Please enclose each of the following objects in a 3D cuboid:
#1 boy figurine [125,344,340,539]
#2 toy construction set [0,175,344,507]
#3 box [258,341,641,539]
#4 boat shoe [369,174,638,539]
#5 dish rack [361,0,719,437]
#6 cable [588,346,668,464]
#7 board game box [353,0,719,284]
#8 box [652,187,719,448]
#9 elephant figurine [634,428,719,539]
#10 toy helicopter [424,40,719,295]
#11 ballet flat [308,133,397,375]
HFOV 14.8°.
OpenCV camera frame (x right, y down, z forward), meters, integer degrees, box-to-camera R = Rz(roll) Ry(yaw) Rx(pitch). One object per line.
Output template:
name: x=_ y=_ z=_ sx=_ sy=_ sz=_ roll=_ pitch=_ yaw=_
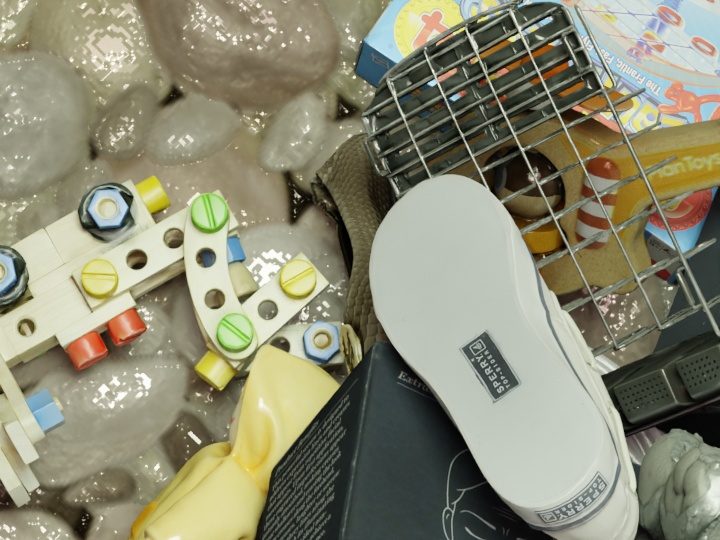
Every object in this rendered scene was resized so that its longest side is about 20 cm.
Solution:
boy figurine: x=-0.087 y=0.119 z=1.280 sx=0.064 sy=0.124 sz=0.200 roll=45 pitch=97 yaw=-1
toy construction set: x=-0.116 y=0.030 z=1.325 sx=0.199 sy=0.092 sz=0.132 roll=-28 pitch=82 yaw=-21
box: x=0.034 y=0.157 z=1.167 sx=0.148 sy=0.107 sz=0.201 roll=26 pitch=43 yaw=-15
boat shoe: x=0.065 y=0.040 z=1.162 sx=0.072 sy=0.066 sz=0.200 roll=-36 pitch=44 yaw=3
dish rack: x=0.089 y=-0.019 z=1.225 sx=0.054 sy=0.153 sz=0.201 roll=-26 pitch=90 yaw=-48
cable: x=0.066 y=0.127 z=1.327 sx=0.199 sy=0.069 sz=0.201 roll=7 pitch=77 yaw=-3
board game box: x=0.132 y=-0.131 z=1.393 sx=0.199 sy=0.056 sz=0.196 roll=33 pitch=77 yaw=2
box: x=0.252 y=0.043 z=1.312 sx=0.199 sy=0.104 sz=0.149 roll=27 pitch=76 yaw=-21
elephant figurine: x=0.213 y=0.134 z=1.115 sx=0.199 sy=0.156 sz=0.142 roll=4 pitch=39 yaw=-14
toy helicopter: x=0.118 y=-0.054 z=1.285 sx=0.199 sy=0.079 sz=0.133 roll=-12 pitch=104 yaw=30
ballet flat: x=0.000 y=0.000 z=1.307 sx=0.046 sy=0.068 sz=0.200 roll=-1 pitch=38 yaw=-2
